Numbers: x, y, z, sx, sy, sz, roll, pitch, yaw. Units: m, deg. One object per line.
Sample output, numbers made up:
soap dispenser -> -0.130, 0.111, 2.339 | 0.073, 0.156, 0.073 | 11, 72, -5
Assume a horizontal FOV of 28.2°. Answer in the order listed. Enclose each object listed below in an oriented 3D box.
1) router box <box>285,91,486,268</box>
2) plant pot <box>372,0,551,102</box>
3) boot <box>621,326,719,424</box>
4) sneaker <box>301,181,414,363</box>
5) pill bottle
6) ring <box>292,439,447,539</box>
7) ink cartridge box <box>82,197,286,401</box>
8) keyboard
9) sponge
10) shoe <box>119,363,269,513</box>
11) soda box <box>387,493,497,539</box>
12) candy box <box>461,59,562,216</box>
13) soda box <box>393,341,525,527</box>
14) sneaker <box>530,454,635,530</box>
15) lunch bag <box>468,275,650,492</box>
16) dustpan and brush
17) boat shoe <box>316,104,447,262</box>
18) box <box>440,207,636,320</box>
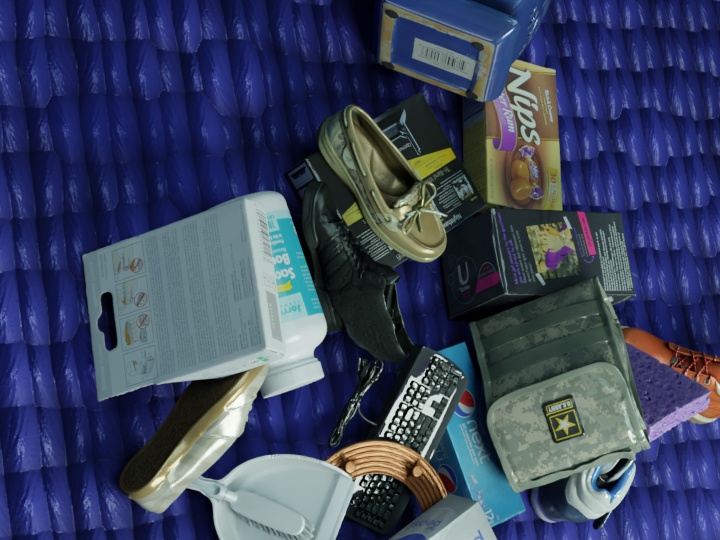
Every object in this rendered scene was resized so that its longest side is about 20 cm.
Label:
router box -> 0.032, -0.094, 1.662 | 0.199, 0.052, 0.159 | -32, 93, -35
plant pot -> 0.117, -0.322, 1.677 | 0.198, 0.200, 0.182 | 21, 69, 5
boot -> 0.400, 0.119, 1.789 | 0.198, 0.107, 0.076 | 28, 63, -19
sneaker -> -0.001, 0.001, 1.562 | 0.060, 0.103, 0.203 | -35, 122, -66
pill bottle -> -0.102, 0.027, 1.506 | 0.110, 0.110, 0.203 | -16, 83, -34
ring -> 0.015, 0.282, 1.520 | 0.198, 0.019, 0.204 | -1, 92, -27
ink cartridge box -> -0.177, 0.034, 1.430 | 0.050, 0.198, 0.163 | 28, 47, -59
keyboard -> 0.028, 0.173, 1.544 | 0.126, 0.021, 0.202 | 28, 86, -17
sponge -> 0.299, 0.127, 1.686 | 0.111, 0.199, 0.030 | -24, 130, -35
shoe -> -0.157, 0.156, 1.426 | 0.200, 0.070, 0.053 | -48, 124, -11
soda box -> 0.049, 0.317, 1.491 | 0.199, 0.063, 0.069 | -32, 104, -23
candy box -> 0.187, -0.161, 1.777 | 0.115, 0.056, 0.203 | 10, 71, -28
soda box -> 0.111, 0.190, 1.613 | 0.067, 0.064, 0.203 | -16, 84, -34
sneaker -> 0.285, 0.203, 1.665 | 0.080, 0.146, 0.201 | 40, 60, -14
lunch bag -> 0.222, 0.134, 1.590 | 0.118, 0.162, 0.202 | 53, 22, -50
dustpan and brush -> -0.120, 0.236, 1.454 | 0.198, 0.057, 0.141 | 20, 77, 9
boat shoe -> 0.031, -0.094, 1.590 | 0.200, 0.062, 0.073 | 48, 56, -12
box -> 0.209, -0.005, 1.700 | 0.198, 0.122, 0.108 | 1, 74, -30
